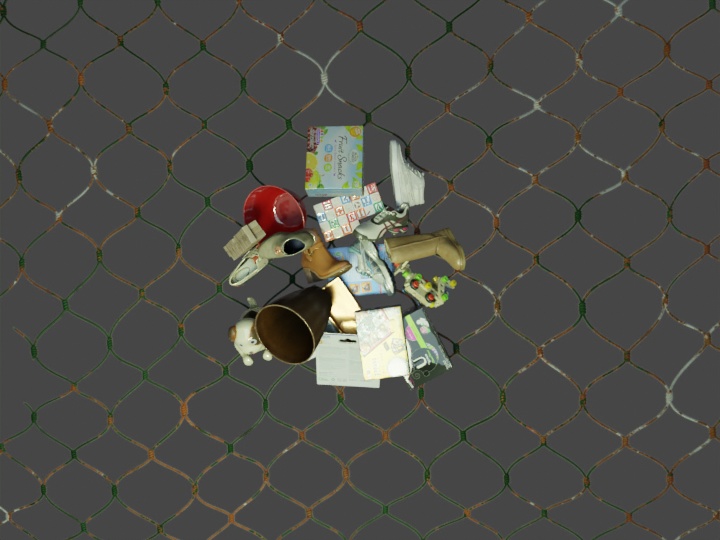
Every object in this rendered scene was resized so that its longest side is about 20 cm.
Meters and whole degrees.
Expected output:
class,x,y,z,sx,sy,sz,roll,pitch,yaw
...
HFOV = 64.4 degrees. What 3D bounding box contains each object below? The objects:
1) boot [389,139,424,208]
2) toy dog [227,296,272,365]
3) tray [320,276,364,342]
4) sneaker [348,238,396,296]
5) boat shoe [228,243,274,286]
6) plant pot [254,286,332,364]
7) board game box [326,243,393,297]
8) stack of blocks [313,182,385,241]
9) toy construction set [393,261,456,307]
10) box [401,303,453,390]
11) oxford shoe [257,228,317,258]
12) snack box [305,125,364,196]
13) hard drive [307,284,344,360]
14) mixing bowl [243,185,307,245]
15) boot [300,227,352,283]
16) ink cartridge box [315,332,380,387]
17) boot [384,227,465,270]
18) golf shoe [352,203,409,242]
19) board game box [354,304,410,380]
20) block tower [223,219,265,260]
class,x,y,z,sx,sy,sz,roll,pitch,yaw
boot,0.141,-0.290,1.701,0.095,0.074,0.201,-8,102,-2
toy dog,-0.309,0.181,1.691,0.139,0.200,0.195,-1,94,3
tray,-0.047,0.124,1.724,0.098,0.037,0.200,-34,99,9
sneaker,0.036,-0.005,1.689,0.086,0.078,0.201,-31,81,9
boat shoe,-0.325,-0.028,1.747,0.200,0.063,0.071,-45,88,4
plant pot,-0.165,0.130,1.616,0.186,0.200,0.188,12,122,21
board game box,0.000,0.000,1.740,0.199,0.037,0.152,-4,94,3
stack of blocks,-0.028,-0.174,1.719,0.199,0.059,0.116,-21,93,5
toy construction set,0.184,0.035,1.685,0.199,0.092,0.131,30,51,-5
box,0.164,0.221,1.702,0.148,0.124,0.201,-29,93,5
oxford shoe,-0.220,-0.071,1.621,0.199,0.074,0.071,-17,106,28
snack box,-0.073,-0.320,1.679,0.168,0.068,0.201,1,76,5
hard drive,-0.156,0.163,1.764,0.139,0.033,0.201,-27,92,5
mixing bowl,-0.233,-0.166,1.693,0.199,0.108,0.201,9,114,19
boot,-0.110,-0.052,1.688,0.076,0.200,0.156,-12,88,-37
ink cartridge box,-0.036,0.261,1.721,0.198,0.041,0.201,3,121,3
boot,0.185,-0.047,1.660,0.199,0.175,0.066,-11,130,-9
golf shoe,0.059,-0.143,1.659,0.077,0.199,0.088,39,133,35
board game box,0.063,0.205,1.629,0.135,0.035,0.201,-7,95,7
block tower,-0.341,-0.087,1.679,0.058,0.200,0.054,-38,96,-30
